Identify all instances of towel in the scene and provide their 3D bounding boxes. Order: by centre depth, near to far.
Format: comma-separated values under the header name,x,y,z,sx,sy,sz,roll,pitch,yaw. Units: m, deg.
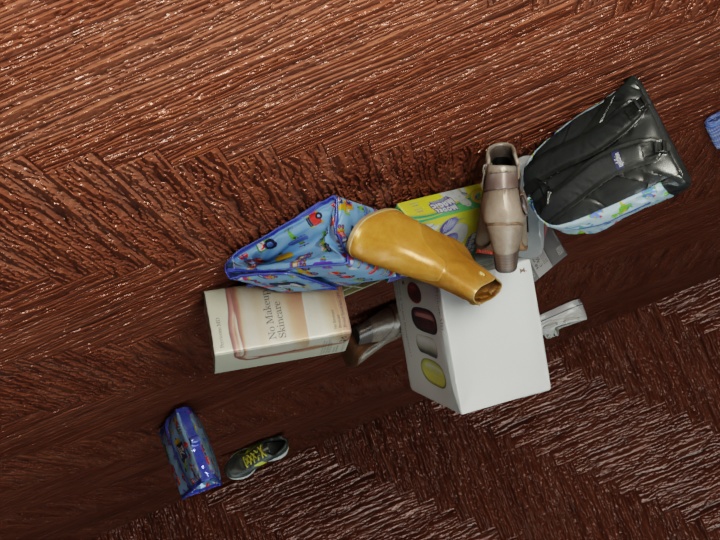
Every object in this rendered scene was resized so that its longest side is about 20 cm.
name,x,y,z,sx,sy,sz,roll,pitch,yaw
towel,0.632,-0.247,1.759,0.143,0.024,0.199,-27,165,19

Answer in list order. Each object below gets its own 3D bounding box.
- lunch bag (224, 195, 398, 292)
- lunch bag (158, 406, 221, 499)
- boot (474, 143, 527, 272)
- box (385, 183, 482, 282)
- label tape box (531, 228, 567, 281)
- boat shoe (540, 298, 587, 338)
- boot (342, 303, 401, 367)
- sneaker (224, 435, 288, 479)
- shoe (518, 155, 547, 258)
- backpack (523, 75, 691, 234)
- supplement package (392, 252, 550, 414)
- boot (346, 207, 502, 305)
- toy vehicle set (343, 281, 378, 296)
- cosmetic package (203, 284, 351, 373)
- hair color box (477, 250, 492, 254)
name,x,y,z,sx,sy,sz,roll,pitch,yaw
lunch bag,-0.073,-0.018,1.441,0.198,0.096,0.150,-17,166,26
lunch bag,-0.337,0.363,2.213,0.093,0.152,0.200,-18,166,-19
boot,0.185,-0.092,1.424,0.069,0.149,0.200,-4,-160,1
box,0.118,-0.057,1.544,0.198,0.048,0.118,-18,146,-38
label tape box,0.234,0.009,1.835,0.199,0.064,0.143,-36,-172,-40
boat shoe,0.496,0.144,2.854,0.198,0.066,0.073,-29,164,22
boot,0.046,0.121,2.110,0.144,0.071,0.200,-20,166,-19
sneaker,-0.284,0.503,2.991,0.198,0.075,0.085,-26,162,-24
shoe,0.250,-0.115,1.592,0.070,0.092,0.201,10,143,16
backpack,0.310,-0.127,1.420,0.198,0.165,0.153,-29,160,16
supplement package,0.156,0.085,1.595,0.145,0.194,0.200,-13,-173,-17
boot,0.087,-0.011,1.347,0.200,0.144,0.072,1,121,-54
toy vehicle set,0.000,0.000,1.658,0.198,0.027,0.124,-24,166,25
cosmetic package,-0.121,0.073,1.565,0.197,0.105,0.087,-10,159,-11
hair color box,0.163,-0.022,1.761,0.198,0.062,0.101,-28,175,18
